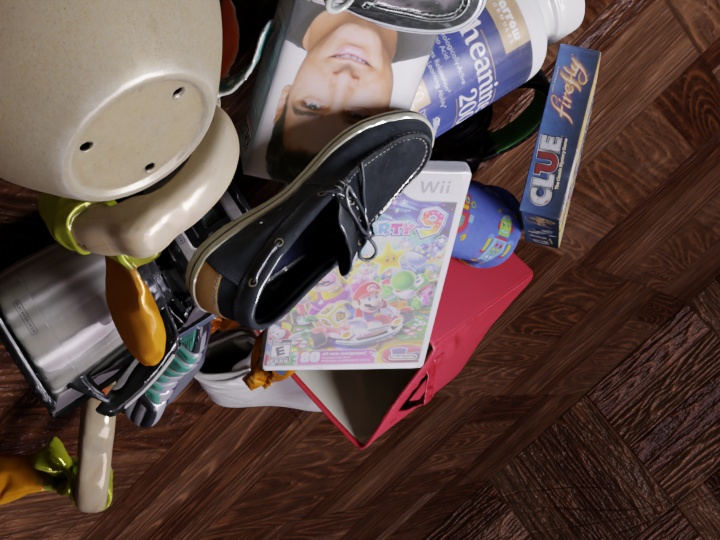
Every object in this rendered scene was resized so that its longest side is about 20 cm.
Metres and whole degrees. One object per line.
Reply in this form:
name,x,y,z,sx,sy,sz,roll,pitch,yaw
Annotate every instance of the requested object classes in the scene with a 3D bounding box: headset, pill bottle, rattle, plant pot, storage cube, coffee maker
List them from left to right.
rattle,-0.269,0.124,0.996,0.201,0.141,0.131,111,-5,-54
plant pot,-0.152,-0.118,0.617,0.199,0.135,0.201,-32,158,-15
coffee maker,-0.177,0.003,0.864,0.199,0.136,0.192,-32,-163,-14
rattle,-0.105,-0.060,0.752,0.129,0.143,0.201,-9,-140,39
storage cube,0.029,0.030,1.120,0.179,0.200,0.172,-31,160,-45
pill bottle,0.074,-0.178,0.894,0.199,0.111,0.111,-33,158,-16
headset,0.091,-0.121,1.063,0.198,0.095,0.124,-18,156,-6

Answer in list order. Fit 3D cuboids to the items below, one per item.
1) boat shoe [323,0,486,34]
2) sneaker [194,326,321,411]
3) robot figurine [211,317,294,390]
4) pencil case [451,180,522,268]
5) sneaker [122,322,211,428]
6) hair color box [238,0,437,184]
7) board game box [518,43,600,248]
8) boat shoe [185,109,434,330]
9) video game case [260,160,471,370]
boat shoe,-0.007,-0.187,0.662,0.198,0.068,0.074,26,113,-25
sneaker,-0.077,0.100,1.176,0.197,0.075,0.116,-8,159,7
robot figurine,-0.086,0.033,1.025,0.058,0.145,0.200,-37,170,-26
pencil case,0.056,-0.054,0.990,0.199,0.086,0.079,14,91,-47
sneaker,-0.173,0.064,1.071,0.088,0.074,0.200,-44,175,-44
hair color box,-0.007,-0.153,0.760,0.098,0.061,0.202,11,119,-18
board game box,0.170,-0.099,0.981,0.200,0.034,0.137,32,72,-79
boat shoe,-0.019,-0.031,0.726,0.199,0.062,0.075,-38,143,-25
video game case,0.000,0.000,0.913,0.141,0.018,0.202,0,128,-14
